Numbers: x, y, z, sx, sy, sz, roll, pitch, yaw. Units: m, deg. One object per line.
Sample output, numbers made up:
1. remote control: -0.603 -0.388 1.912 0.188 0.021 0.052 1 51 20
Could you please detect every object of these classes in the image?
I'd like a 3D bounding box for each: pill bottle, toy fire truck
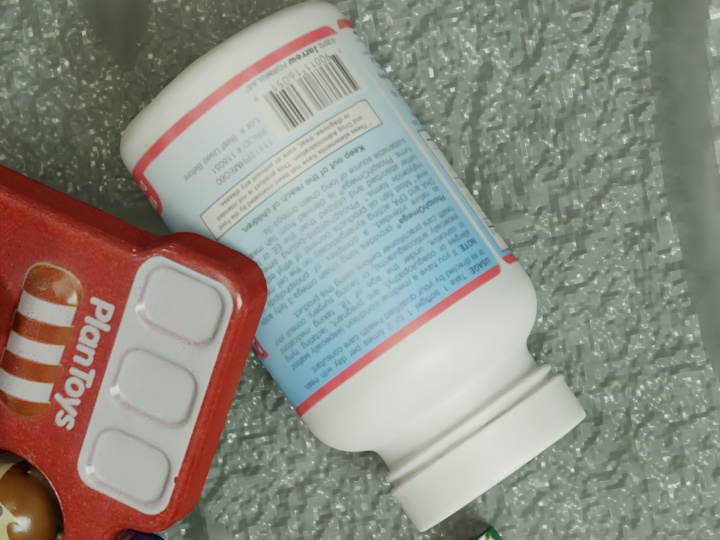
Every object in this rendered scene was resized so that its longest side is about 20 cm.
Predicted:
1. pill bottle: 0.000 0.000 0.861 0.109 0.109 0.200 -35 85 5
2. toy fire truck: -0.137 0.060 0.851 0.168 0.112 0.200 24 109 15

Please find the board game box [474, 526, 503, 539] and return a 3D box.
1. board game box: 0.023 0.223 0.894 0.200 0.029 0.135 -42 84 4
